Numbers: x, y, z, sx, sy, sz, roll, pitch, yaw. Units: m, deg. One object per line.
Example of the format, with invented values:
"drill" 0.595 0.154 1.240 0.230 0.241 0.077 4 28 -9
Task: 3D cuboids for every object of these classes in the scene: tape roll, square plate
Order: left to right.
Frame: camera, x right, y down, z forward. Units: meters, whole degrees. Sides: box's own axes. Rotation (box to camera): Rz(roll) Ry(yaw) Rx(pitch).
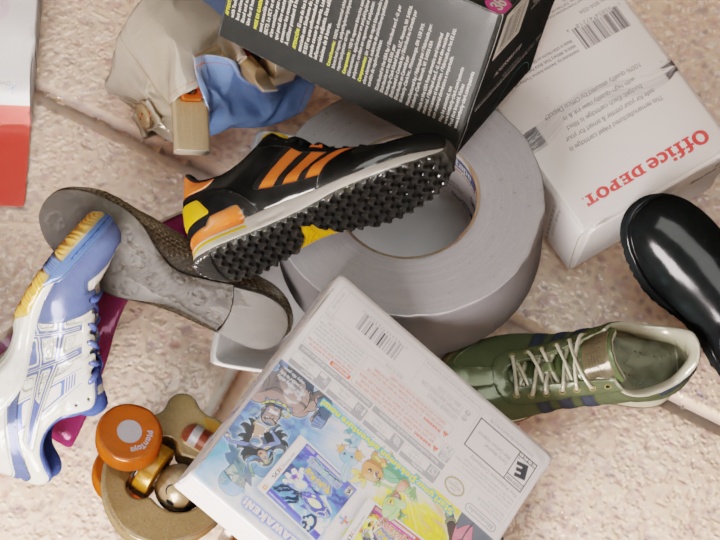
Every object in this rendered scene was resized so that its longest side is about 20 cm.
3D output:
"square plate" 0.000 0.000 1.373 0.199 0.028 0.199 10 66 -1
"tape roll" 0.035 -0.039 1.327 0.199 0.066 0.201 -2 61 3

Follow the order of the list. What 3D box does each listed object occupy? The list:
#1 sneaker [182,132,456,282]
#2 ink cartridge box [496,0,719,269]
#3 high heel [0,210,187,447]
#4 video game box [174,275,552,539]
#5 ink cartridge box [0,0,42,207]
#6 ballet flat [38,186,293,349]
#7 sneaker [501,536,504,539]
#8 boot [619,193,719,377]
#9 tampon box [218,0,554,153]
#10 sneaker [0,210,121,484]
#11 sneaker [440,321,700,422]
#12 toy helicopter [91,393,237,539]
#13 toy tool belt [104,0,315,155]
"sneaker" -0.035 -0.069 1.260 0.199 0.070 0.090 -23 64 8
"ink cartridge box" 0.170 -0.124 1.404 0.145 0.084 0.200 -29 73 -13
"high heel" -0.175 0.039 1.347 0.200 0.067 0.096 -38 92 -13
"video game box" 0.006 0.136 1.214 0.200 0.047 0.182 41 60 -6
"ink cartridge box" -0.334 -0.154 1.409 0.162 0.057 0.201 2 65 -3
"ballet flat" -0.139 -0.004 1.308 0.199 0.046 0.068 25 110 -4
"sneaker" 0.022 0.176 1.272 0.200 0.070 0.109 46 72 -13
"boot" 0.280 0.030 1.280 0.073 0.162 0.199 -38 102 -8
"tampon box" 0.027 -0.206 1.293 0.199 0.127 0.150 28 42 11
"sneaker" -0.206 0.056 1.265 0.088 0.075 0.200 30 102 -1
"sneaker" 0.155 0.067 1.310 0.199 0.090 0.067 -2 72 -18
"toy helicopter" -0.090 0.139 1.301 0.199 0.079 0.132 -25 66 -25
"toy tool belt" -0.085 -0.149 1.379 0.199 0.125 0.123 -20 59 -35
